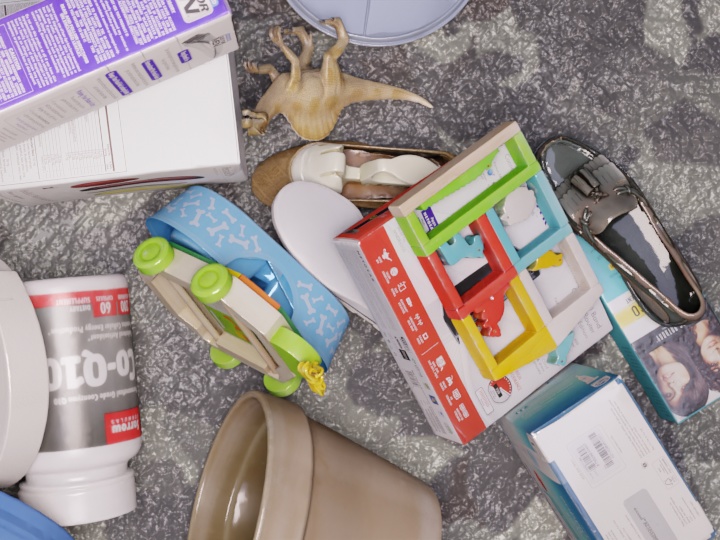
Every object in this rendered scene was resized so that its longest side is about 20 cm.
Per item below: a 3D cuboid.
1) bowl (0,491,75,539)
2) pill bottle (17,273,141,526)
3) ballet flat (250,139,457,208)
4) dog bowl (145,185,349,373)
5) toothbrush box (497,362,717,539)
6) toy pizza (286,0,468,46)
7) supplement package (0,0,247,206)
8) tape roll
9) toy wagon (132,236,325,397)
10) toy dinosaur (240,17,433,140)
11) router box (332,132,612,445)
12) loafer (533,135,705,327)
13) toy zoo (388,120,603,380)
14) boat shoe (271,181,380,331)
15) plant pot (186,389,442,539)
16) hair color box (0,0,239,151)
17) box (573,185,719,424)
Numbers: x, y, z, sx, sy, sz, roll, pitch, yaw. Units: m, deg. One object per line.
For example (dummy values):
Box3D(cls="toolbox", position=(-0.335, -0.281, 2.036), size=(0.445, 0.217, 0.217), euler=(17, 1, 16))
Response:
Box3D(cls="bowl", position=(-0.321, 0.212, 0.994), size=(0.200, 0.201, 0.039), euler=(21, 59, -3))
Box3D(cls="pill bottle", position=(-0.244, 0.107, 1.031), size=(0.114, 0.114, 0.200), euler=(-6, 90, -3))
Box3D(cls="ballet flat", position=(0.005, -0.083, 1.066), size=(0.200, 0.072, 0.068), euler=(4, 81, -3))
Box3D(cls="dog bowl", position=(-0.090, 0.006, 1.037), size=(0.200, 0.111, 0.050), euler=(44, 72, -15))
Box3D(cls="toothbrush box", position=(0.192, 0.160, 1.013), size=(0.085, 0.200, 0.146), euler=(-32, 92, -2))
Box3D(cls="toy pizza", position=(0.014, -0.297, 1.089), size=(0.200, 0.032, 0.200), euler=(0, 88, -3))
Box3D(cls="supplement package", position=(-0.200, -0.138, 0.996), size=(0.200, 0.191, 0.147), euler=(-7, 91, -3))
Box3D(cls="tape roll", position=(-0.322, 0.082, 0.999), size=(0.037, 0.203, 0.203), euler=(-5, 90, -46))
Box3D(cls="toy wagon", position=(-0.096, 0.045, 0.996), size=(0.200, 0.155, 0.040), euler=(22, 66, 36))
Box3D(cls="toy dinosaur", position=(-0.035, -0.165, 1.063), size=(0.200, 0.058, 0.101), euler=(-16, 100, -35))
Box3D(cls="router box", position=(0.098, 0.012, 1.030), size=(0.179, 0.049, 0.200), euler=(-35, 108, -21))
Box3D(cls="loafer", position=(0.224, -0.037, 1.034), size=(0.072, 0.063, 0.200), euler=(-41, 91, -1))
Box3D(cls="toy zoo", position=(0.121, -0.003, 1.001), size=(0.131, 0.020, 0.200), euler=(-36, 108, -21))
Box3D(cls="boat shoe", position=(0.000, 0.000, 1.063), size=(0.200, 0.066, 0.072), euler=(36, 76, -12))
Box3D(cls="plant pot", position=(-0.035, 0.216, 1.021), size=(0.173, 0.200, 0.200), euler=(16, 89, -20))
Box3D(cls="hair color box", position=(-0.188, -0.152, 0.846), size=(0.200, 0.109, 0.065), euler=(-22, 90, -4))
Box3D(cls="box", position=(0.258, 0.030, 1.092), size=(0.082, 0.049, 0.200), euler=(-32, 91, -3))
